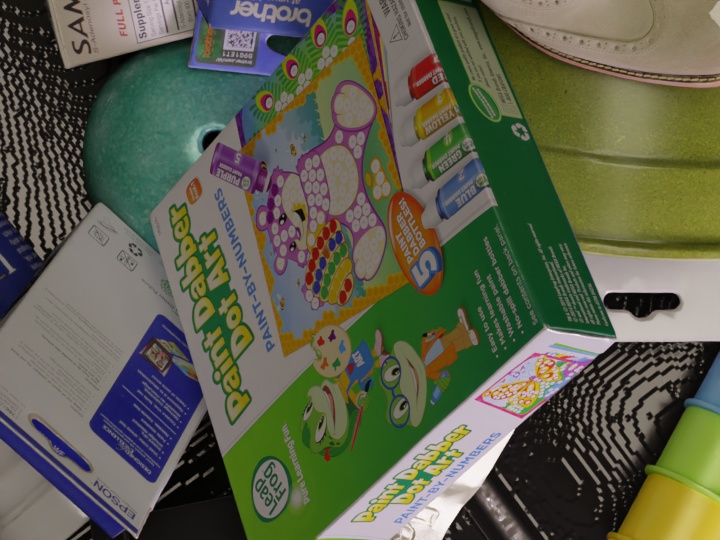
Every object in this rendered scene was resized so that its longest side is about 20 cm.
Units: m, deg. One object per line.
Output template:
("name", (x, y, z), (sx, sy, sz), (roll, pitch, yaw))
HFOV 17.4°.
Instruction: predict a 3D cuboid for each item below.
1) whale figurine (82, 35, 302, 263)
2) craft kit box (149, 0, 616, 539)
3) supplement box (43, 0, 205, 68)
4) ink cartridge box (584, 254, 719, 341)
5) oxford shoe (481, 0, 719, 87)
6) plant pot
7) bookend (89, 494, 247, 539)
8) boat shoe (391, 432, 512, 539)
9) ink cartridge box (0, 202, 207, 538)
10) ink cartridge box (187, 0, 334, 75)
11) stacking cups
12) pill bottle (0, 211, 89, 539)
("whale figurine", (-0.043, -0.078, 1.157), (0.200, 0.104, 0.159), (-35, 89, -5))
("craft kit box", (0.000, 0.000, 0.991), (0.048, 0.198, 0.201), (7, 50, -37))
("supplement box", (-0.065, -0.181, 1.149), (0.199, 0.126, 0.074), (-14, 129, -6))
("ink cartridge box", (0.136, -0.062, 1.193), (0.115, 0.068, 0.201), (1, 85, -4))
("oxford shoe", (0.067, -0.128, 0.923), (0.199, 0.074, 0.071), (25, 94, 9))
("plant pot", (0.116, -0.122, 1.034), (0.199, 0.200, 0.194), (4, 105, -6))
("bookend", (-0.014, 0.177, 1.093), (0.198, 0.092, 0.201), (-11, 127, -5))
("boat shoe", (0.002, 0.118, 1.171), (0.074, 0.063, 0.202), (31, 96, -37))
("ink cartridge box", (-0.118, 0.048, 1.046), (0.099, 0.200, 0.039), (43, 114, -8))
("ink cartridge box", (-0.005, -0.173, 1.071), (0.119, 0.042, 0.201), (5, 118, -18))
("stacking cups", (0.196, 0.062, 1.193), (0.060, 0.061, 0.201), (29, 83, -3))
("pill bottle", (-0.189, 0.040, 1.128), (0.116, 0.116, 0.200), (-41, 91, -8))
